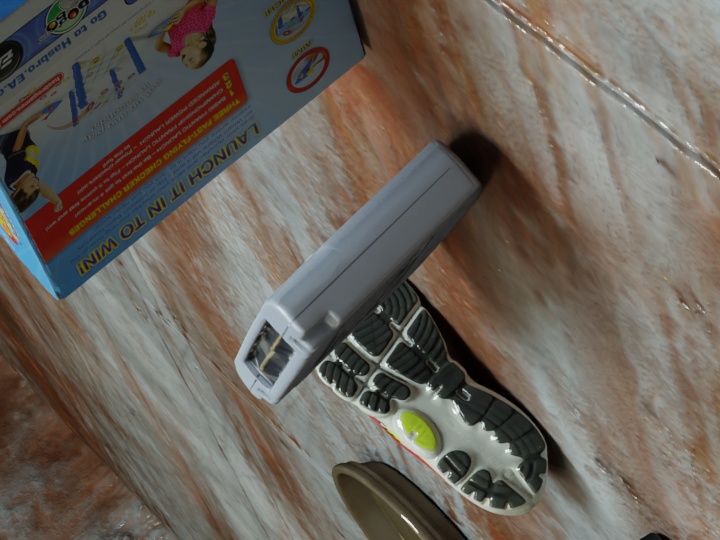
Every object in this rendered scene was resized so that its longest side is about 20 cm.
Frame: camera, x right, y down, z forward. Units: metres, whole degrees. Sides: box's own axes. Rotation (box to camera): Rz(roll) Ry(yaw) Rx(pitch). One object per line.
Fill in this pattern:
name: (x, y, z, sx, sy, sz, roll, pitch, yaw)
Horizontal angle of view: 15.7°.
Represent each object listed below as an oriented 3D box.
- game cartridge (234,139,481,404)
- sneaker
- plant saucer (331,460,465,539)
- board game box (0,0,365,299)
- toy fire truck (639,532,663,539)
game cartridge: (0.000, 0.000, 1.313, 0.041, 0.133, 0.200, 49, 166, 4)
sneaker: (0.030, 0.073, 1.557, 0.200, 0.077, 0.085, 48, 172, 9)
plant saucer: (0.053, 0.217, 1.974, 0.200, 0.029, 0.200, 46, 166, 15)
board game box: (-0.103, -0.111, 1.204, 0.056, 0.200, 0.196, 43, 165, 29)
toy fire truck: (0.172, 0.280, 1.473, 0.200, 0.128, 0.176, 52, 168, 24)
